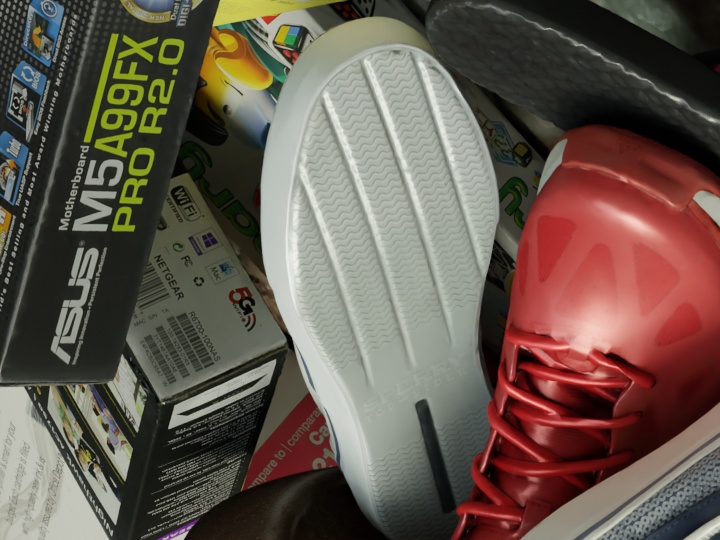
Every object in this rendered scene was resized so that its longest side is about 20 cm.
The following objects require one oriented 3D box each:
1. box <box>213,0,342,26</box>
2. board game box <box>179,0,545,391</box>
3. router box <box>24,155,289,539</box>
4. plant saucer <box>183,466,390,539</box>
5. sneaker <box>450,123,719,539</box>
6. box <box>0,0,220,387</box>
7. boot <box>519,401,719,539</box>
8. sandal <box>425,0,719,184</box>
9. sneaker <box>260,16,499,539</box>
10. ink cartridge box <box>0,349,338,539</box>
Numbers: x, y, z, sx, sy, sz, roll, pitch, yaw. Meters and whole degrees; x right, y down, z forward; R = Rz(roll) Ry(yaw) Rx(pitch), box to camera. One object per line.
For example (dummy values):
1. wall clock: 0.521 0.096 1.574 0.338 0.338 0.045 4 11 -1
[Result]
1. box: -0.028 -0.115 0.762 0.200 0.050 0.075 -6 81 50
2. board game box: 0.016 -0.013 0.873 0.200 0.035 0.126 47 148 -7
3. router box: -0.102 -0.016 0.905 0.200 0.051 0.149 59 158 17
4. plant saucer: 0.035 0.128 0.841 0.200 0.200 0.035 37 117 10
5. sneaker: 0.062 0.057 0.754 0.078 0.116 0.200 21 148 21
6. box: -0.107 -0.088 0.779 0.160 0.044 0.200 35 115 43
7. boot: 0.097 0.095 0.699 0.073 0.090 0.200 34 110 -30
8. sandal: 0.114 -0.039 0.716 0.200 0.045 0.075 29 159 -2
9. sneaker: 0.000 0.000 0.802 0.071 0.073 0.200 -126 21 -44
10. ink cartridge box: -0.093 0.067 1.037 0.200 0.084 0.145 36 147 9
